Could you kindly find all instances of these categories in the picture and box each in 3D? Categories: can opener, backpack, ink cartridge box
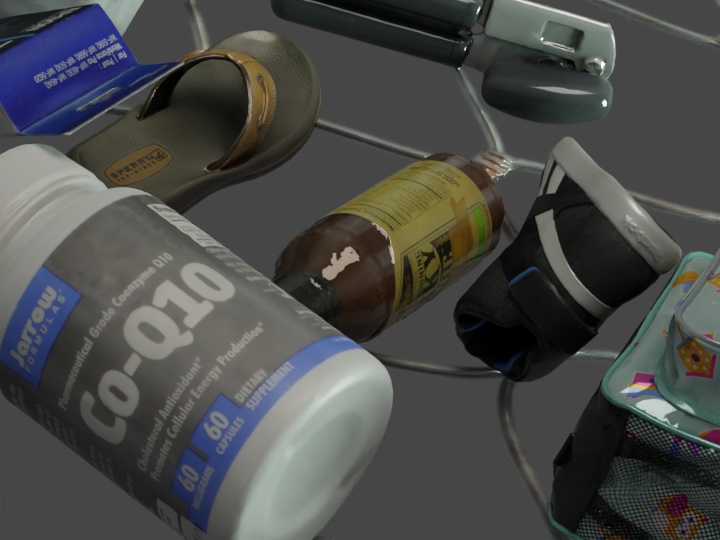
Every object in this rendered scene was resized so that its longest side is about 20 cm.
[{"bbox_3d":[0.047,-0.132,1.634,0.199,0.053,0.067,15,35,-4],"label":"can opener"},{"bbox_3d":[0.211,0.080,1.349,0.200,0.154,0.176,32,32,7],"label":"backpack"},{"bbox_3d":[-0.191,-0.090,1.391,0.199,0.039,0.099,-3,21,34],"label":"ink cartridge box"}]

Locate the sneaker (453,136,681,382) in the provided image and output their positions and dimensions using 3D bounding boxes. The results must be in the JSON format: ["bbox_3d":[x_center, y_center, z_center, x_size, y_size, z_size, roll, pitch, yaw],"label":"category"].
[{"bbox_3d":[0.091,-0.003,1.470,0.073,0.112,0.200,48,3,-5],"label":"sneaker"}]

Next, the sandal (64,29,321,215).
[{"bbox_3d":[-0.083,-0.083,1.507,0.082,0.055,0.200,34,38,20],"label":"sandal"}]

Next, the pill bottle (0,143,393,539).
[{"bbox_3d":[-0.094,0.035,1.296,0.200,0.114,0.114,35,38,22],"label":"pill bottle"}]

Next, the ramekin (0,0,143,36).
[{"bbox_3d":[-0.149,-0.186,1.498,0.098,0.201,0.201,29,36,0],"label":"ramekin"}]

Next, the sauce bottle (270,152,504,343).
[{"bbox_3d":[0.000,0.000,1.418,0.065,0.065,0.200,32,34,18],"label":"sauce bottle"}]
